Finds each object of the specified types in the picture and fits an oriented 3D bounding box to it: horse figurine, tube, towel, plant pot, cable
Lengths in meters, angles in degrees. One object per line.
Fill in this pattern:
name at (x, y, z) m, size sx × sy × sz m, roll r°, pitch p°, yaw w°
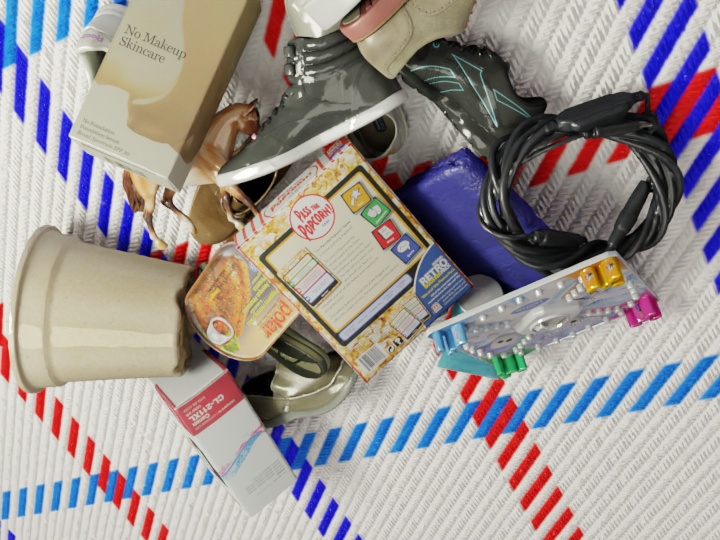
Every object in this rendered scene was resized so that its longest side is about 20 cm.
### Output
horse figurine at (-0.175, -0.092, 0.928) m, size 0.198 × 0.050 × 0.134 m, roll -5°, pitch 120°, yaw 25°
tube at (0.128, 0.077, 1.027) m, size 0.077 × 0.051 × 0.201 m, roll 16°, pitch 151°, yaw 11°
towel at (0.136, -0.039, 0.936) m, size 0.200 × 0.050 × 0.147 m, roll 40°, pitch 149°, yaw -17°
plant pot at (-0.294, 0.053, 1.085) m, size 0.181 × 0.201 × 0.202 m, roll 5°, pitch 129°, yaw 0°
cable at (0.203, -0.072, 0.853) m, size 0.198 × 0.051 × 0.164 m, roll -21°, pitch 112°, yaw -6°

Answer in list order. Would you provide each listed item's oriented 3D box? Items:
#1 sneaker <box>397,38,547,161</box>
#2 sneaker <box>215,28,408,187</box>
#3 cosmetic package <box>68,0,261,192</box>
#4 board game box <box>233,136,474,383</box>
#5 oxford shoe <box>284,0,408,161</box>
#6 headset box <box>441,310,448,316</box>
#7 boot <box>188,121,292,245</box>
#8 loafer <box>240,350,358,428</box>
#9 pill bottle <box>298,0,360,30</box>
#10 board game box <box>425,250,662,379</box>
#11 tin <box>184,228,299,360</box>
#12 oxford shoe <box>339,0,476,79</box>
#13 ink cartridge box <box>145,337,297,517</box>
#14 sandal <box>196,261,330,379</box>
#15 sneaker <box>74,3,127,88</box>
sneaker at (0.090, -0.188, 0.853) m, size 0.200 × 0.076 × 0.079 m, roll 39°, pitch 110°, yaw -17°
sneaker at (-0.063, -0.156, 0.842) m, size 0.199 × 0.071 × 0.100 m, roll -26°, pitch 99°, yaw 13°
cosmetic package at (-0.179, -0.187, 0.846) m, size 0.104 × 0.202 × 0.071 m, roll 21°, pitch 174°, yaw 0°
board game box at (-0.005, -0.009, 0.909) m, size 0.151 × 0.046 × 0.200 m, roll -41°, pitch 110°, yaw 3°
oxford shoe at (-0.012, -0.191, 0.880) m, size 0.075 × 0.058 × 0.201 m, roll -14°, pitch 120°, yaw 29°
headset box at (0.000, 0.000, 1.010) m, size 0.148 × 0.077 × 0.200 m, roll -28°, pitch 113°, yaw 32°
boot at (-0.140, -0.083, 0.992) m, size 0.073 × 0.076 × 0.200 m, roll 36°, pitch 130°, yaw -14°
loafer at (-0.080, 0.144, 1.146) m, size 0.199 × 0.076 × 0.070 m, roll -29°, pitch 118°, yaw 33°
pill bottle at (-0.067, -0.311, 0.767) m, size 0.113 × 0.113 × 0.200 m, roll -33°, pitch 111°, yaw 34°
board game box at (0.194, 0.054, 0.924) m, size 0.199 × 0.026 × 0.200 m, roll -26°, pitch 155°, yaw 22°
tin at (-0.124, 0.029, 1.003) m, size 0.112 × 0.042 × 0.200 m, roll 42°, pitch 136°, yaw -2°
oxford shoe at (0.078, -0.248, 0.779) m, size 0.199 × 0.071 × 0.075 m, roll -36°, pitch 116°, yaw 13°
ink cartridge box at (-0.183, 0.200, 1.171) m, size 0.145 × 0.083 × 0.201 m, roll 25°, pitch 147°, yaw 56°
sandal at (-0.116, 0.056, 1.100) m, size 0.200 × 0.057 × 0.080 m, roll 35°, pitch 151°, yaw 3°
sneaker at (-0.236, -0.167, 0.940) m, size 0.074 × 0.100 × 0.201 m, roll -11°, pitch 124°, yaw 22°
